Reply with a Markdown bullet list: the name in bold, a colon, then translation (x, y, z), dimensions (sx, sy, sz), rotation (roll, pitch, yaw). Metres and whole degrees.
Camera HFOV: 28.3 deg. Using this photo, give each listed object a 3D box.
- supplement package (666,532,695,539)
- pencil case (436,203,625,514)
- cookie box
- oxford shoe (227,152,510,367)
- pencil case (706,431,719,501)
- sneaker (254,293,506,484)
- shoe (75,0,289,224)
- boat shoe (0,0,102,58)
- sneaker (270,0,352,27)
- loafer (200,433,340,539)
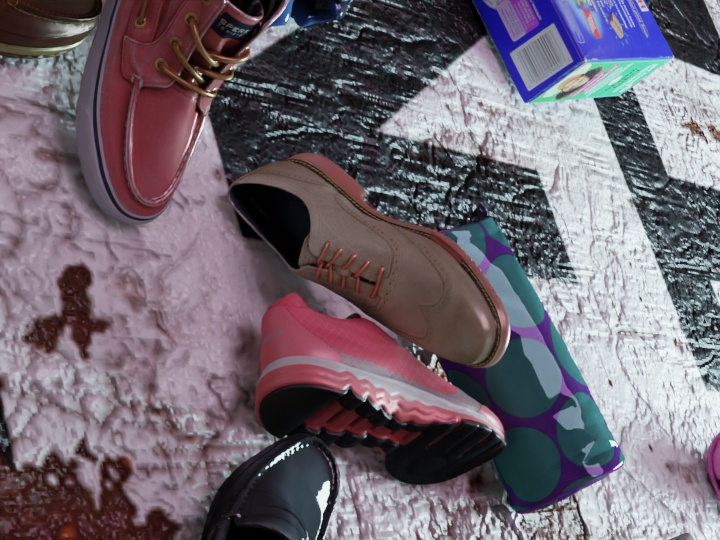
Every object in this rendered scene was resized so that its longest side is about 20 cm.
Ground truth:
- **supplement package**: translation (0.163, 0.273, 0.857), dimensions (0.114, 0.109, 0.200), rotation (53, 35, -7)
- **pencil case**: translation (0.095, 0.061, 0.956), dimensions (0.085, 0.092, 0.201), rotation (-27, 87, -16)
- **cookie box**: translation (0.187, -0.247, 1.313), dimensions (0.200, 0.075, 0.172), rotation (-13, 74, -54)
- **oxford shoe**: translation (0.000, 0.000, 0.856), dimensions (0.200, 0.071, 0.074), rotation (34, 30, 29)
- **pencil case**: translation (0.383, 0.187, 1.211), dimensions (0.200, 0.094, 0.091), rotation (23, 48, -41)
- **sneaker**: translation (0.018, 0.067, 0.868), dimensions (0.200, 0.074, 0.087), rotation (25, 42, -40)
- **shoe**: translation (-0.096, -0.123, 0.784), dimensions (0.071, 0.091, 0.201), rotation (11, 87, -46)
- **boat shoe**: translation (-0.211, -0.169, 0.762), dimensions (0.200, 0.067, 0.072), rotation (15, 50, -51)
- **sneaker**: translation (-0.035, -0.220, 1.035), dimensions (0.200, 0.077, 0.085), rotation (-35, 102, -48)
- **loafer**: translation (-0.051, 0.149, 0.720), dimensions (0.068, 0.070, 0.201), rotation (51, 35, -11)
